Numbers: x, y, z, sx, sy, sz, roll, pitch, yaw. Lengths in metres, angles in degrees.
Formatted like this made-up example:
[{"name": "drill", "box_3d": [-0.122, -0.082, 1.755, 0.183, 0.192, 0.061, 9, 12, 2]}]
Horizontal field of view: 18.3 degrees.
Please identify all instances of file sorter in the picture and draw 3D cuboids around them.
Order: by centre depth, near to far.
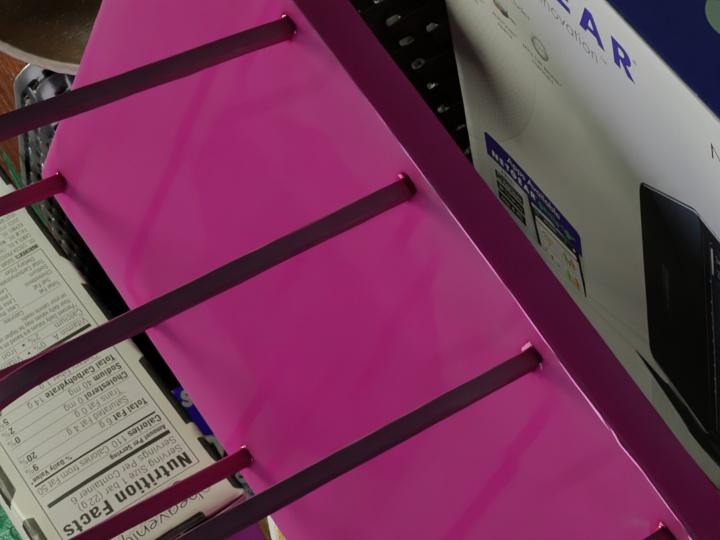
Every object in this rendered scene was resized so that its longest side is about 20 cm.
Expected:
[{"name": "file sorter", "box_3d": [-0.047, 0.033, 0.498, 0.200, 0.125, 0.139, 54, 146, 17]}]

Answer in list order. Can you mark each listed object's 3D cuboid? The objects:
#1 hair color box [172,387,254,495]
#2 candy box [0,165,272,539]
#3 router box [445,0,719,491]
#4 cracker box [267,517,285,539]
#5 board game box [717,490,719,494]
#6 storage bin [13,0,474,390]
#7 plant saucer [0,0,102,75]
[{"name": "hair color box", "box_3d": [-0.075, 0.003, 0.963, 0.109, 0.065, 0.201, 165, 100, -66]}, {"name": "candy box", "box_3d": [-0.084, 0.066, 0.711, 0.200, 0.061, 0.137, 49, 166, 43]}, {"name": "router box", "box_3d": [0.093, 0.002, 0.501, 0.200, 0.049, 0.180, 52, 167, 34]}, {"name": "cracker box", "box_3d": [-0.003, 0.142, 1.021, 0.134, 0.057, 0.201, 159, 100, -79]}, {"name": "board game box", "box_3d": [0.045, 0.111, 0.574, 0.200, 0.034, 0.135, -162, 70, -65]}, {"name": "storage bin", "box_3d": [-0.029, -0.037, 0.717, 0.094, 0.135, 0.200, 59, 169, 4]}, {"name": "plant saucer", "box_3d": [-0.064, -0.152, 0.585, 0.200, 0.034, 0.201, 7, 103, 36]}]
